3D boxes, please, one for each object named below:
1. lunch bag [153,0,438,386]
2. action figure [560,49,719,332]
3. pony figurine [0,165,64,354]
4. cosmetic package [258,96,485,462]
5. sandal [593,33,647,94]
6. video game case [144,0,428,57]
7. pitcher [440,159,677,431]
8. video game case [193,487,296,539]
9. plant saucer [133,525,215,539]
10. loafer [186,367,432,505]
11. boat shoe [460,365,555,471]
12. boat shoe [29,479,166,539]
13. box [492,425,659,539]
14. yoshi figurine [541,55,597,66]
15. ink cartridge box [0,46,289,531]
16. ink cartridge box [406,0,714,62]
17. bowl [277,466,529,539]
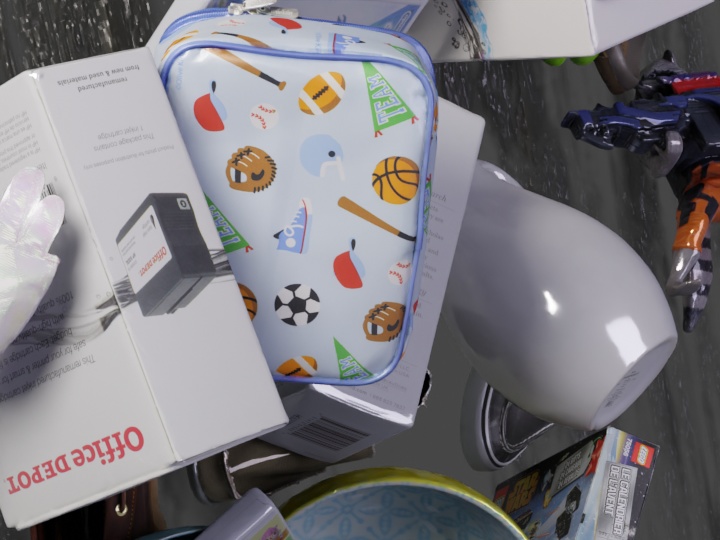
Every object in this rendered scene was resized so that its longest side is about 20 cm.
[{"bbox_3d":[-0.044,-0.041,1.338,0.076,0.160,0.200,-92,-172,-68],"label":"lunch bag"},{"bbox_3d":[0.219,-0.064,1.827,0.200,0.105,0.194,1,64,-25],"label":"action figure"},{"bbox_3d":[-0.252,0.017,1.205,0.200,0.166,0.193,-18,138,-54],"label":"pony figurine"},{"bbox_3d":[0.000,0.000,1.483,0.074,0.102,0.200,23,64,-22],"label":"cosmetic package"},{"bbox_3d":[0.194,-0.213,1.808,0.082,0.055,0.200,50,38,-43],"label":"sandal"},{"bbox_3d":[-0.061,-0.100,1.426,0.182,0.022,0.200,-2,135,-52],"label":"video game case"},{"bbox_3d":[0.110,0.001,1.628,0.121,0.200,0.172,-55,160,24],"label":"pitcher"},{"bbox_3d":[-0.098,0.231,1.395,0.200,0.022,0.182,-41,142,-13],"label":"video game case"},{"bbox_3d":[-0.125,0.216,1.392,0.200,0.027,0.200,-27,136,-30],"label":"plant saucer"},{"bbox_3d":[-0.028,0.083,1.537,0.200,0.070,0.075,-30,114,-48],"label":"loafer"},{"bbox_3d":[0.133,0.059,1.751,0.200,0.064,0.071,-54,131,-36],"label":"boat shoe"},{"bbox_3d":[-0.146,0.104,1.384,0.070,0.070,0.200,-23,109,-51],"label":"boat shoe"},{"bbox_3d":[0.118,0.186,1.643,0.040,0.200,0.137,22,70,-11],"label":"box"},{"bbox_3d":[0.137,-0.236,1.708,0.112,0.112,0.200,-39,141,-46],"label":"yoshi figurine"},{"bbox_3d":[-0.139,0.011,1.278,0.084,0.145,0.200,-17,86,-46],"label":"ink cartridge box"},{"bbox_3d":[0.089,-0.212,1.572,0.147,0.200,0.145,-28,113,-49],"label":"ink cartridge box"},{"bbox_3d":[0.009,0.197,1.542,0.108,0.200,0.200,-113,-171,-71],"label":"bowl"}]
